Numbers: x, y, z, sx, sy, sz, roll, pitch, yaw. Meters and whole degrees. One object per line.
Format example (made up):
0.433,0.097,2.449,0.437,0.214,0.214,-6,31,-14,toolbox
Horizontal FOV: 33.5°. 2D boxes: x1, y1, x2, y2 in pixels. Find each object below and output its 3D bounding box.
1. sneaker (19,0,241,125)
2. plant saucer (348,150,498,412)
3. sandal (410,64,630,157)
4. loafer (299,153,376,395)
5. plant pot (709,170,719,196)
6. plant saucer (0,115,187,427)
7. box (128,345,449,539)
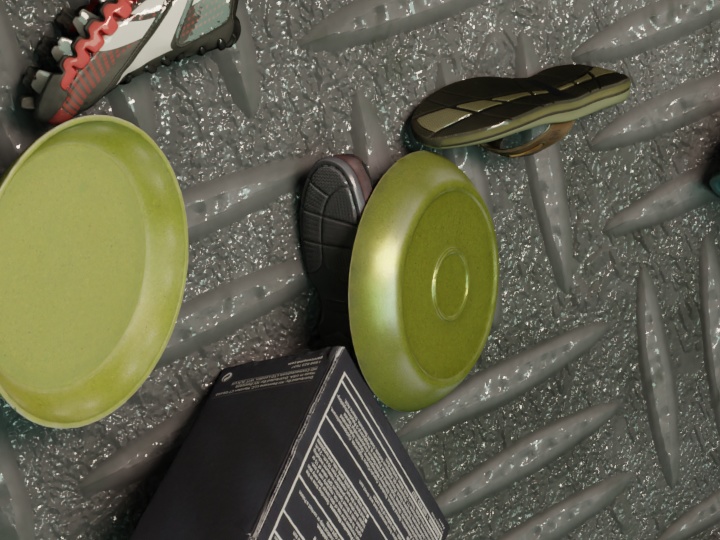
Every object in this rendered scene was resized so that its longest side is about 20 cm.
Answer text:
-0.135,-0.162,0.790,0.201,0.071,0.098,-50,119,-9,sneaker
0.059,0.010,0.919,0.199,0.031,0.203,-9,101,-55,plant saucer
0.134,-0.119,0.953,0.199,0.080,0.058,-14,125,-26,sandal
0.000,0.000,0.924,0.063,0.071,0.202,-29,124,-40,loafer
0.434,-0.143,1.053,0.199,0.200,0.198,21,87,-32,plant pot
-0.185,0.000,0.780,0.199,0.031,0.203,-29,124,-55,plant saucer
-0.047,0.200,0.863,0.201,0.122,0.199,60,33,-27,box
